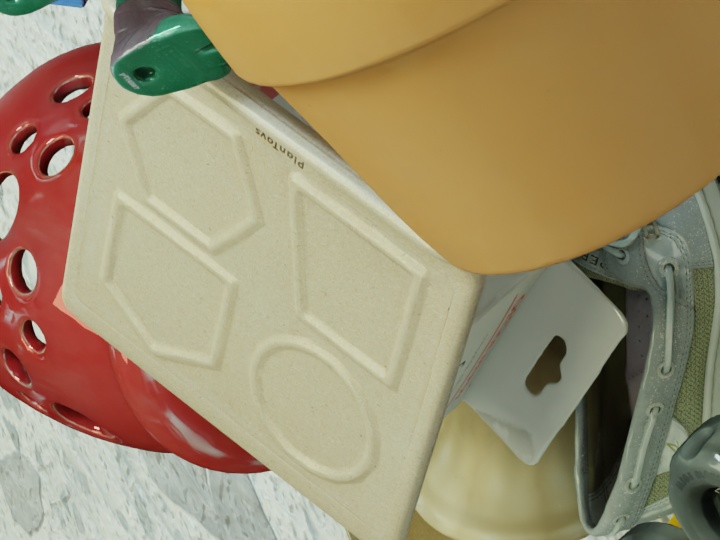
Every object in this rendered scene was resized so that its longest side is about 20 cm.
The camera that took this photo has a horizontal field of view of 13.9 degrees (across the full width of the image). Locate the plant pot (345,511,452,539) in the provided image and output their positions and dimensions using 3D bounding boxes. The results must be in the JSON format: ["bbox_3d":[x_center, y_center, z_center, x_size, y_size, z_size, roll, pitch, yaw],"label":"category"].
[{"bbox_3d":[0.039,0.126,1.517,0.200,0.027,0.201,48,149,41],"label":"plant pot"}]

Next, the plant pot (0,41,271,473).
[{"bbox_3d":[-0.081,0.000,1.454,0.182,0.200,0.202,24,132,52],"label":"plant pot"}]

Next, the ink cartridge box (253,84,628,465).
[{"bbox_3d":[0.000,0.000,1.192,0.200,0.067,0.117,42,141,11],"label":"ink cartridge box"}]

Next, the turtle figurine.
[{"bbox_3d":[-0.086,-0.167,1.087,0.101,0.149,0.201,131,149,-49],"label":"turtle figurine"}]

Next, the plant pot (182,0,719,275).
[{"bbox_3d":[0.054,-0.093,0.997,0.140,0.200,0.200,59,161,-19],"label":"plant pot"}]

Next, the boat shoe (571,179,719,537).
[{"bbox_3d":[0.110,0.015,1.205,0.074,0.064,0.203,37,142,50],"label":"boat shoe"}]

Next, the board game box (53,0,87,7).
[{"bbox_3d":[-0.120,-0.240,1.359,0.045,0.201,0.153,8,131,13],"label":"board game box"}]

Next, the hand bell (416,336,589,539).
[{"bbox_3d":[0.064,0.010,1.248,0.104,0.104,0.201,44,149,45],"label":"hand bell"}]

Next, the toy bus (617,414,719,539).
[{"bbox_3d":[0.198,0.118,1.038,0.192,0.135,0.200,46,149,16],"label":"toy bus"}]

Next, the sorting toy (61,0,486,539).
[{"bbox_3d":[-0.035,0.002,1.152,0.185,0.036,0.201,37,144,20],"label":"sorting toy"}]
